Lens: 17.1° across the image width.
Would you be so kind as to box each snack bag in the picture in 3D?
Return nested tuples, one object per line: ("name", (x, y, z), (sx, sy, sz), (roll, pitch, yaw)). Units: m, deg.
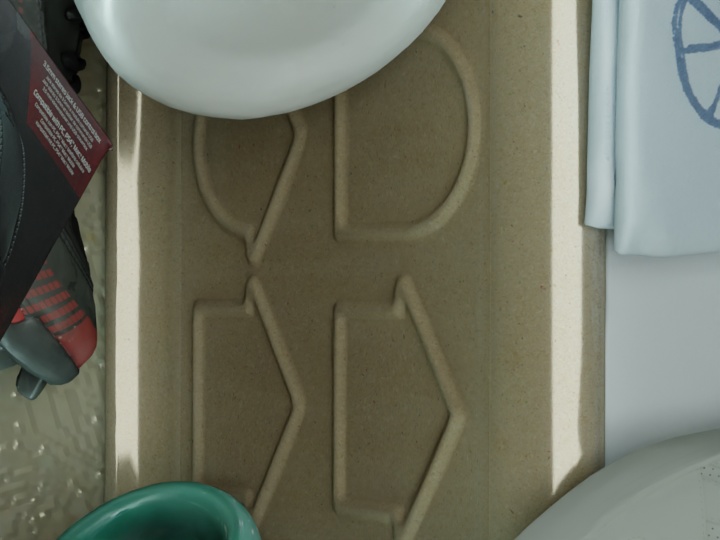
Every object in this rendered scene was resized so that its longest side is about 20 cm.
("snack bag", (0.149, -0.101, 0.703), (0.200, 0.021, 0.189), (-3, 94, -32))

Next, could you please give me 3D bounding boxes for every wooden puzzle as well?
("wooden puzzle", (0.000, 0.000, 0.741), (0.046, 0.200, 0.186), (0, 89, -45))

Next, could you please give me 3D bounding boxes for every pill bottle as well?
("pill bottle", (-0.054, -0.148, 0.706), (0.114, 0.114, 0.200), (-18, 49, -10))

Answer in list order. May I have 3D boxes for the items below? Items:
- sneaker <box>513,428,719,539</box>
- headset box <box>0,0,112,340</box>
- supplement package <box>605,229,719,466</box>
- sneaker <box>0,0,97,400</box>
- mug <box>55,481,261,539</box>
("sneaker", (0.128, 0.093, 0.641), (0.200, 0.116, 0.074), (-24, 125, -22))
("headset box", (-0.157, -0.018, 0.618), (0.077, 0.149, 0.200), (13, 62, 30))
("supplement package", (0.114, 0.011, 0.765), (0.156, 0.111, 0.200), (2, 90, -26))
("sneaker", (-0.115, -0.062, 0.759), (0.098, 0.071, 0.201), (-22, 92, -8))
("mug", (-0.076, 0.160, 0.678), (0.114, 0.185, 0.152), (-6, 105, 6))
